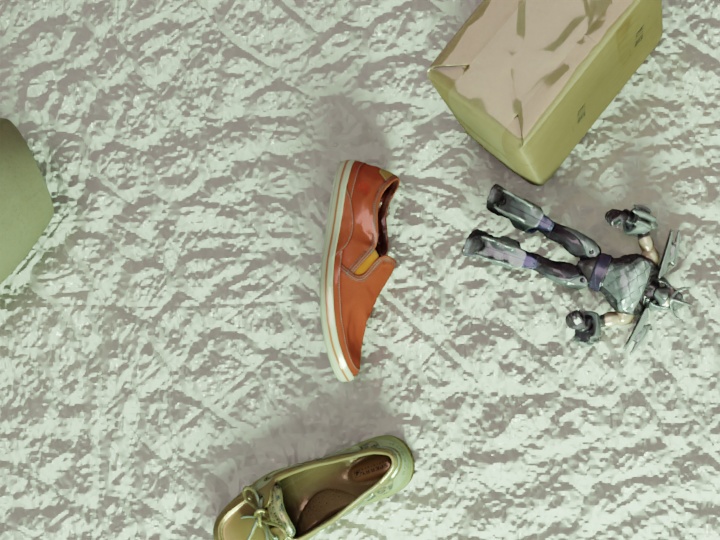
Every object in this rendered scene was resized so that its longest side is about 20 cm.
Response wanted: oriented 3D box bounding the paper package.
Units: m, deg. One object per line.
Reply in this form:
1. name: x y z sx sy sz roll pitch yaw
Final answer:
1. paper package: 0.162 -0.184 1.373 0.103 0.200 0.191 39 93 14

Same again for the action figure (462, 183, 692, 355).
1. action figure: 0.193 -0.004 1.415 0.199 0.069 0.131 23 85 12

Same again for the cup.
1. cup: -0.371 -0.066 1.511 0.143 0.200 0.201 -27 77 -18

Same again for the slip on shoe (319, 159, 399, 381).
1. slip on shoe: 0.000 0.000 1.461 0.061 0.074 0.201 5 80 11

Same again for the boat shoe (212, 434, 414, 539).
1. boat shoe: -0.049 0.201 1.452 0.199 0.063 0.074 -30 79 10
